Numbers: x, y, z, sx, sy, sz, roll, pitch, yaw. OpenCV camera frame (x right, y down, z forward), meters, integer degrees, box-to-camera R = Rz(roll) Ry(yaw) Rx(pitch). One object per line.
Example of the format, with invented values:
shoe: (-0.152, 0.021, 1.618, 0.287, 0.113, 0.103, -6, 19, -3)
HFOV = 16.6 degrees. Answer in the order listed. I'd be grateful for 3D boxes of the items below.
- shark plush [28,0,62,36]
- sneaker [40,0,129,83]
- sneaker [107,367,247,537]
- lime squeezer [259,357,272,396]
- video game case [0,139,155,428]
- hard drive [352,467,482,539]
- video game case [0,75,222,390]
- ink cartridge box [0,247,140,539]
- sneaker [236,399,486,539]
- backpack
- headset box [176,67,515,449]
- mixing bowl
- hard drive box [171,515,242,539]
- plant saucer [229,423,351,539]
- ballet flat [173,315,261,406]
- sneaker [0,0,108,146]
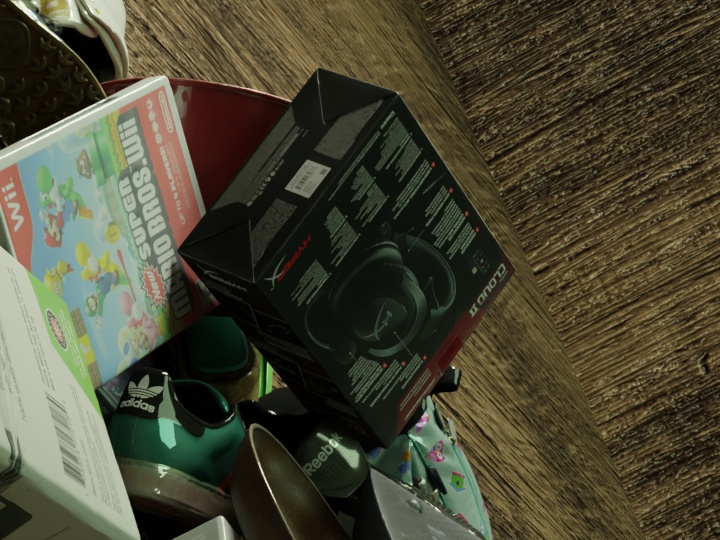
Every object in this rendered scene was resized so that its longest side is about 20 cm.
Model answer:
shark plush: (-0.237, -0.210, 1.589, 0.083, 0.091, 0.200, 29, -14, 48)
sneaker: (-0.212, -0.210, 1.679, 0.200, 0.073, 0.116, 58, 8, -33)
sneaker: (-0.086, 0.109, 1.432, 0.200, 0.071, 0.080, 37, 63, -66)
lime squeezer: (-0.084, 0.019, 1.840, 0.201, 0.038, 0.071, 68, 11, 22)
video game case: (-0.175, 0.014, 1.453, 0.200, 0.019, 0.143, 55, 13, -41)
hard drive: (0.058, 0.192, 1.399, 0.135, 0.042, 0.200, 34, 10, -18)
video game case: (-0.145, -0.018, 1.406, 0.200, 0.017, 0.144, -36, 114, -58)
ink cartridge box: (-0.192, 0.049, 1.093, 0.200, 0.084, 0.146, 48, 18, -57)
sneaker: (-0.011, 0.138, 1.528, 0.199, 0.067, 0.091, 24, -33, 21)
backpack: (0.008, 0.170, 1.656, 0.201, 0.166, 0.127, 64, 28, -16)
headset box: (0.000, 0.000, 1.515, 0.077, 0.149, 0.200, 22, -22, 41)
mixing bowl: (-0.099, -0.036, 1.577, 0.200, 0.199, 0.109, 44, 53, -62)
hard drive box: (-0.056, 0.254, 1.276, 0.156, 0.077, 0.200, 55, 13, -35)
plant saucer: (-0.019, 0.177, 1.367, 0.201, 0.032, 0.200, 59, 4, -7)
ballet flat: (-0.100, 0.038, 1.663, 0.071, 0.070, 0.200, 56, 12, -32)
sneaker: (-0.209, -0.133, 1.470, 0.200, 0.067, 0.090, 50, 5, -19)
